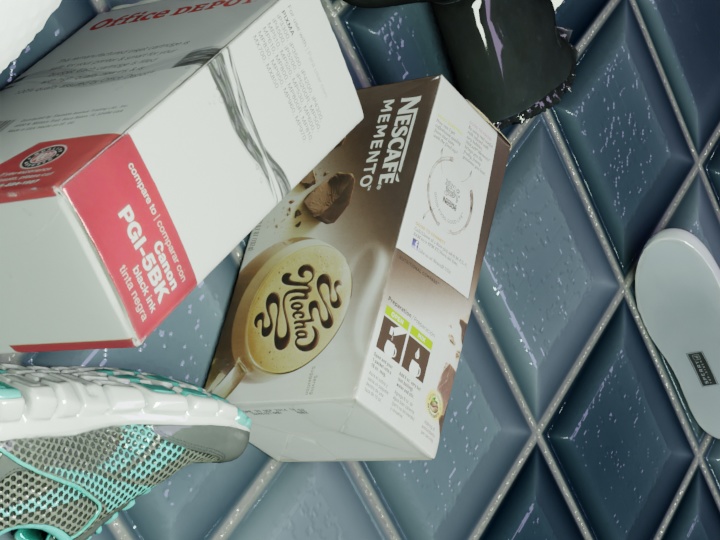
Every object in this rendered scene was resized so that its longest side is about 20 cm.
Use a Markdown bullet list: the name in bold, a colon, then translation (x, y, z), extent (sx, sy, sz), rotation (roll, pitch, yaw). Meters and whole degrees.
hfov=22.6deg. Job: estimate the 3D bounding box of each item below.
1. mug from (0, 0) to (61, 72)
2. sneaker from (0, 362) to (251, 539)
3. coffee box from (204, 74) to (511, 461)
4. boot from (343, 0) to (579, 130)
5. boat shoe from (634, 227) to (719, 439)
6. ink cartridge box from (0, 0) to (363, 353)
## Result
- **mug**: translation (-0.164, -0.164, 0.742), extent (0.148, 0.200, 0.175), rotation (35, 66, -39)
- **sneaker**: translation (-0.136, 0.094, 0.863), extent (0.200, 0.078, 0.091), rotation (6, 96, -48)
- **coffee box**: translation (0.000, 0.000, 1.000), extent (0.080, 0.113, 0.200), rotation (40, 56, -42)
- **boot**: translation (0.063, -0.160, 1.140), extent (0.198, 0.073, 0.163), rotation (-45, 123, -46)
- **boat shoe**: translation (0.266, 0.038, 1.376), extent (0.200, 0.070, 0.066), rotation (60, 36, -28)
- **ink cartridge box**: translation (-0.112, -0.050, 0.834), extent (0.200, 0.147, 0.083), rotation (-48, 123, -43)
